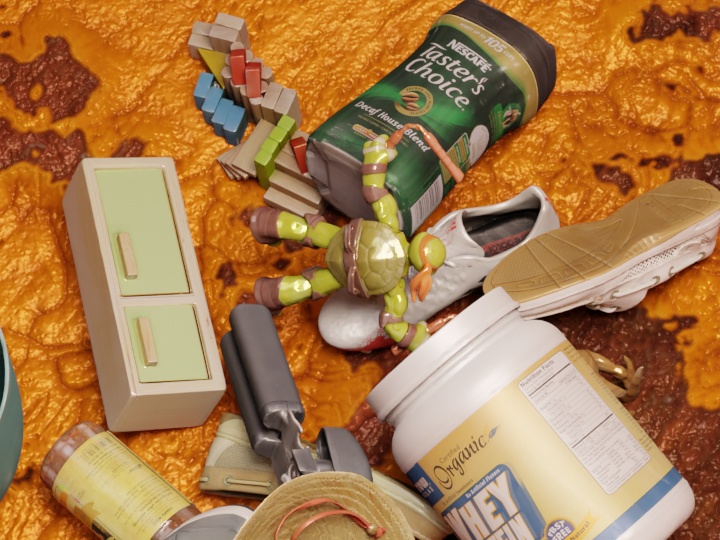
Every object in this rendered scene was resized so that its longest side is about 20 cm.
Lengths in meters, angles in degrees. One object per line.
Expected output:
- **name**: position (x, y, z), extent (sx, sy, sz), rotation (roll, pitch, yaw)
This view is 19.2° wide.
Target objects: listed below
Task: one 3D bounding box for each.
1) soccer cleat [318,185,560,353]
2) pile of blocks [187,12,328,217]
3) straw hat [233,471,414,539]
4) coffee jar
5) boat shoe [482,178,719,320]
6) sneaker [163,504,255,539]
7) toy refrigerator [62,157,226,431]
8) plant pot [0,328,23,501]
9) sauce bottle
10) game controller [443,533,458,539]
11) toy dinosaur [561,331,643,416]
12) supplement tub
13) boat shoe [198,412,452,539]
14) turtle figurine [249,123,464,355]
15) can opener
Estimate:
- **soccer cleat**: position (0.057, -0.004, 1.590), extent (0.200, 0.085, 0.069), rotation (-24, 65, -6)
- **pile of blocks**: position (-0.087, -0.126, 1.672), extent (0.082, 0.062, 0.200), rotation (-34, 66, -11)
- **straw hat**: position (-0.051, 0.227, 1.411), extent (0.085, 0.201, 0.201), rotation (6, 58, 50)
- **coffee jar**: position (0.058, -0.120, 1.627), extent (0.104, 0.085, 0.200), rotation (32, 60, 26)
- **boat shoe**: position (0.184, 0.001, 1.576), extent (0.200, 0.069, 0.071), rotation (-22, 39, -16)
- **sneaker**: position (-0.156, 0.231, 1.438), extent (0.200, 0.121, 0.084), rotation (-37, 86, 19)
- **toy refrigerator**: position (-0.163, 0.014, 1.596), extent (0.076, 0.070, 0.201), rotation (-2, 62, -25)
- **plant pot**: position (-0.332, 0.113, 1.527), extent (0.200, 0.161, 0.201), rotation (-2, 64, 4)
- **sauce bottle**: position (-0.142, 0.189, 1.528), extent (0.200, 0.066, 0.066), rotation (38, 74, 22)
- **game controller**: position (0.096, 0.153, 1.545), extent (0.104, 0.042, 0.201), rotation (-9, 64, -15)
- **toy dinosaur**: position (0.161, 0.082, 1.525), extent (0.200, 0.106, 0.061), rotation (23, 91, 53)
- **supplement tub**: position (0.113, 0.126, 1.443), extent (0.145, 0.145, 0.200), rotation (-39, 83, -13)
- **boat shoe**: position (-0.025, 0.161, 1.523), extent (0.200, 0.073, 0.063), rotation (20, 83, 25)
- **turtle figurine**: position (0.000, 0.000, 1.536), extent (0.161, 0.064, 0.201), rotation (-4, 104, 29)
- **can opener**: position (-0.044, 0.105, 1.501), extent (0.067, 0.053, 0.200), rotation (3, 40, -23)
